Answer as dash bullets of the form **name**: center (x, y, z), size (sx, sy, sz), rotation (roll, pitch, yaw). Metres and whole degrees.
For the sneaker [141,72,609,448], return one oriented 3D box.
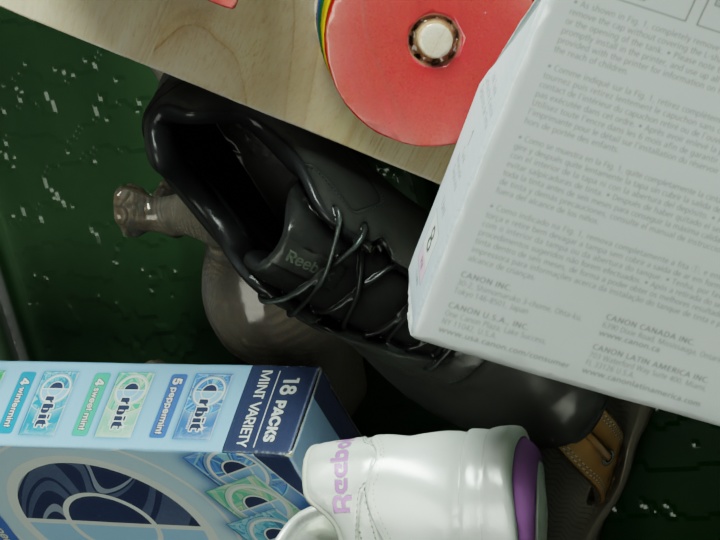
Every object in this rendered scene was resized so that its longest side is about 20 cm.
- **sneaker**: center (0.000, 0.000, 0.837), size (0.199, 0.091, 0.076), rotation (36, 107, 1)

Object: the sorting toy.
- **sorting toy**: center (-0.001, -0.142, 0.758), size (0.197, 0.070, 0.201), rotation (21, 101, -9)

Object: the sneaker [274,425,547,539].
- **sneaker**: center (0.018, 0.122, 0.885), size (0.099, 0.075, 0.201), rotation (3, 137, 4)

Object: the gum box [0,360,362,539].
- **gum box**: center (-0.078, 0.103, 0.964), size (0.198, 0.045, 0.170), rotation (-1, 141, 26)

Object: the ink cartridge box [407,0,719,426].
- **ink cartridge box**: center (0.121, -0.047, 0.729), size (0.161, 0.057, 0.201), rotation (16, 114, -10)

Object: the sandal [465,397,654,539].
- **sandal**: center (0.065, 0.060, 0.909), size (0.081, 0.055, 0.201), rotation (23, 122, 15)

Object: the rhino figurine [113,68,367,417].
- **rhino figurine**: center (-0.045, -0.022, 0.922), size (0.087, 0.060, 0.202), rotation (1, 111, 20)
